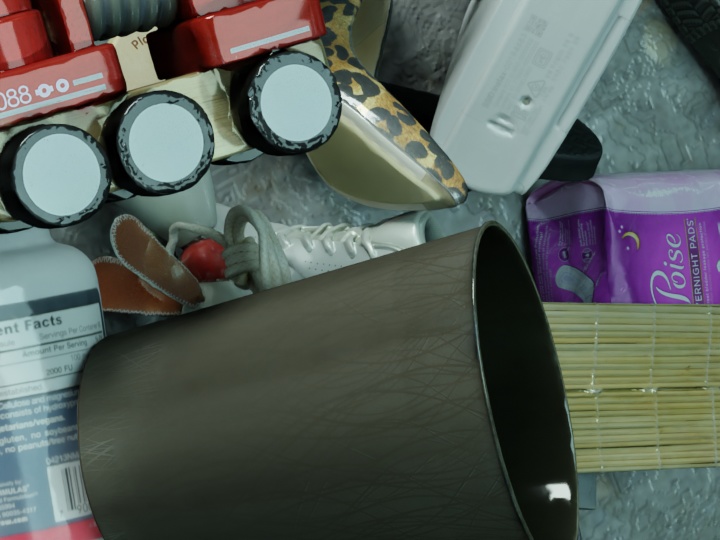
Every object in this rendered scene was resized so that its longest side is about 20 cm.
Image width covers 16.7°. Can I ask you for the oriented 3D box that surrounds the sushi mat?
[{"bbox_3d":[0.131,0.065,1.369,0.200,0.012,0.096,1,90,-33],"label":"sushi mat"}]

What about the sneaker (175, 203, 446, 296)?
[{"bbox_3d":[0.000,0.000,1.275,0.200,0.099,0.078,25,30,7],"label":"sneaker"}]

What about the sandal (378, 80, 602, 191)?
[{"bbox_3d":[0.043,-0.065,1.367,0.200,0.075,0.048,6,123,-26],"label":"sandal"}]

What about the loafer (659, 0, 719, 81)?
[{"bbox_3d":[0.263,-0.132,1.527,0.070,0.075,0.200,-44,111,-25],"label":"loafer"}]

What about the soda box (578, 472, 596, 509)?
[{"bbox_3d":[0.038,0.095,1.354,0.200,0.063,0.068,8,81,-35],"label":"soda box"}]

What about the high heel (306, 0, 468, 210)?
[{"bbox_3d":[0.018,-0.108,1.288,0.143,0.200,0.071,-34,140,-29],"label":"high heel"}]

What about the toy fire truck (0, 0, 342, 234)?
[{"bbox_3d":[-0.124,-0.130,1.107,0.176,0.129,0.200,-19,97,-23],"label":"toy fire truck"}]

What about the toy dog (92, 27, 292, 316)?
[{"bbox_3d":[-0.117,-0.031,1.222,0.096,0.132,0.200,-15,64,-19],"label":"toy dog"}]

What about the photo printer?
[{"bbox_3d":[0.105,-0.151,1.332,0.069,0.166,0.200,26,30,-4],"label":"photo printer"}]

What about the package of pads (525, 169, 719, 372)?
[{"bbox_3d":[0.198,-0.001,1.470,0.200,0.076,0.121,-4,87,-36],"label":"package of pads"}]

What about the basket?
[{"bbox_3d":[-0.017,0.073,1.131,0.136,0.200,0.180,-80,155,-46],"label":"basket"}]

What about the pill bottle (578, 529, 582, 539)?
[{"bbox_3d":[0.077,0.193,1.319,0.106,0.106,0.200,-47,140,-29],"label":"pill bottle"}]

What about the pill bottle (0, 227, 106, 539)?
[{"bbox_3d":[-0.178,0.046,1.171,0.120,0.120,0.200,-10,92,-36],"label":"pill bottle"}]
